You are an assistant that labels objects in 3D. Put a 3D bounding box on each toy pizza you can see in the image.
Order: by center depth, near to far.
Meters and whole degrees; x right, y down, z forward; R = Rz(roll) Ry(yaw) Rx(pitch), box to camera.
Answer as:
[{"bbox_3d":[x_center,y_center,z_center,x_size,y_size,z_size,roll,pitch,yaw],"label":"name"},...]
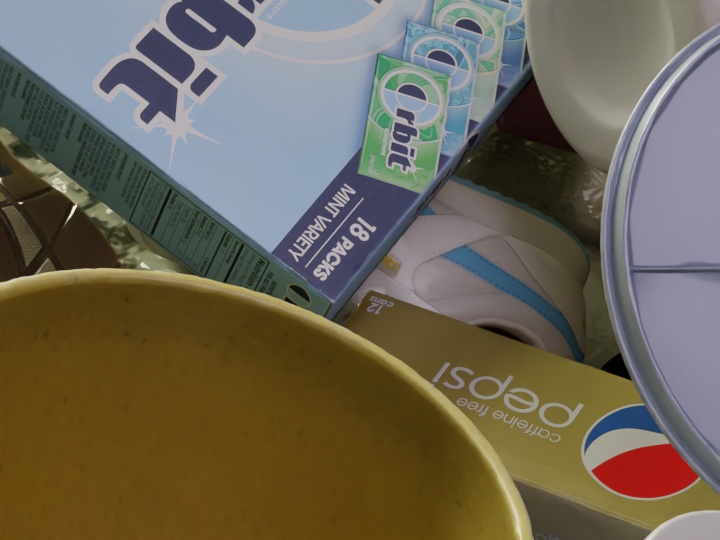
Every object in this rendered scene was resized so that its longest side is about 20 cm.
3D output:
[{"bbox_3d":[0.172,0.003,0.848,0.199,0.032,0.202,5,72,-15],"label":"toy pizza"}]

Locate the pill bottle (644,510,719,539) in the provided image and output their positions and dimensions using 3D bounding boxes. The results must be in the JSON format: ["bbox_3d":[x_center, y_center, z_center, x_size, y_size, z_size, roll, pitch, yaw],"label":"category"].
[{"bbox_3d":[0.073,0.163,0.781,0.111,0.200,0.113,16,45,-17],"label":"pill bottle"}]

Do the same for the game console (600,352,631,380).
[{"bbox_3d":[0.217,0.093,0.984,0.199,0.116,0.177,3,61,-29],"label":"game console"}]

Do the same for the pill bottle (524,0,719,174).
[{"bbox_3d":[0.171,-0.105,0.953,0.199,0.113,0.113,-14,60,-33],"label":"pill bottle"}]

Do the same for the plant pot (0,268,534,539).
[{"bbox_3d":[-0.063,0.114,0.771,0.199,0.143,0.201,15,31,-9],"label":"plant pot"}]

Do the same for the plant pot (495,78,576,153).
[{"bbox_3d":[0.050,-0.166,1.082,0.178,0.201,0.201,15,44,4],"label":"plant pot"}]

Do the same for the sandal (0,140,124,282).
[{"bbox_3d":[-0.146,-0.005,0.914,0.080,0.054,0.200,-14,46,-34],"label":"sandal"}]

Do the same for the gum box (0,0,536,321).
[{"bbox_3d":[-0.049,-0.092,0.940,0.200,0.045,0.170,38,56,4],"label":"gum box"}]

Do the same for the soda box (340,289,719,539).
[{"bbox_3d":[0.075,0.079,0.890,0.199,0.068,0.064,20,47,25],"label":"soda box"}]

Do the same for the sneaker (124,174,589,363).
[{"bbox_3d":[0.000,0.000,0.974,0.199,0.077,0.081,17,47,-14],"label":"sneaker"}]
